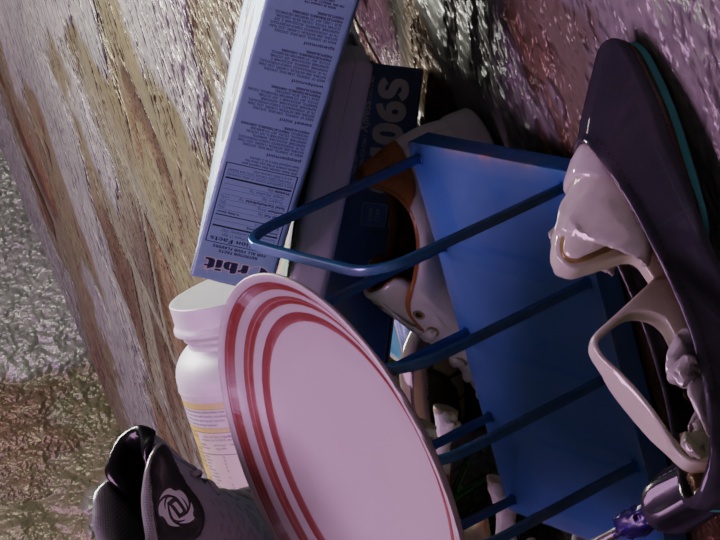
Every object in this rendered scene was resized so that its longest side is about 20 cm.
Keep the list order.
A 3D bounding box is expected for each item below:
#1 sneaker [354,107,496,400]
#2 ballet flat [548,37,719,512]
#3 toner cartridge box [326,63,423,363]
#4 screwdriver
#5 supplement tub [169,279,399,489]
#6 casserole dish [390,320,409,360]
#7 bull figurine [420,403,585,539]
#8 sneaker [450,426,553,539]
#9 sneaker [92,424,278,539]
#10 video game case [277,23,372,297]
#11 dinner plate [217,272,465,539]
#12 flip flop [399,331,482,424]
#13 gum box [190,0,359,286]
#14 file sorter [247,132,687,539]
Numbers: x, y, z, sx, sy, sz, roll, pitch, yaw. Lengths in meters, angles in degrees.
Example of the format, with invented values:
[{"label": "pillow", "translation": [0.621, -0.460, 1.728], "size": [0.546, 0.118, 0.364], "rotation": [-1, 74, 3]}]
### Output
[{"label": "sneaker", "translation": [0.047, 0.024, 1.473], "size": [0.073, 0.084, 0.201], "rotation": [-150, 40, -71]}, {"label": "ballet flat", "translation": [0.115, 0.005, 1.140], "size": [0.073, 0.073, 0.201], "rotation": [108, 141, -73]}, {"label": "toner cartridge box", "translation": [0.000, 0.000, 1.534], "size": [0.095, 0.043, 0.201], "rotation": [92, -175, -65]}, {"label": "screwdriver", "translation": [0.101, 0.114, 1.246], "size": [0.200, 0.028, 0.029], "rotation": [-31, 35, 45]}, {"label": "supplement tub", "translation": [-0.033, 0.097, 1.841], "size": [0.145, 0.145, 0.201], "rotation": [-153, 44, -75]}, {"label": "casserole dish", "translation": [0.013, -0.024, 1.682], "size": [0.121, 0.039, 0.201], "rotation": [-144, 35, -73]}, {"label": "bull figurine", "translation": [0.039, 0.146, 1.543], "size": [0.200, 0.065, 0.122], "rotation": [32, 109, 39]}, {"label": "sneaker", "translation": [0.070, 0.176, 1.649], "size": [0.085, 0.078, 0.201], "rotation": [-101, 3, -64]}, {"label": "sneaker", "translation": [-0.066, 0.112, 1.427], "size": [0.116, 0.075, 0.200], "rotation": [52, -150, -4]}, {"label": "video game case", "translation": [-0.030, -0.027, 1.497], "size": [0.182, 0.022, 0.201], "rotation": [-105, 27, -76]}, {"label": "dinner plate", "translation": [-0.003, 0.091, 1.307], "size": [0.200, 0.024, 0.201], "rotation": [43, 148, 37]}, {"label": "flip flop", "translation": [0.031, 0.097, 1.658], "size": [0.057, 0.081, 0.201], "rotation": [18, 139, 21]}, {"label": "gum box", "translation": [-0.034, -0.119, 1.400], "size": [0.170, 0.044, 0.200], "rotation": [-84, 9, -45]}, {"label": "file sorter", "translation": [0.045, 0.057, 1.353], "size": [0.139, 0.122, 0.201], "rotation": [16, 126, 59]}]
